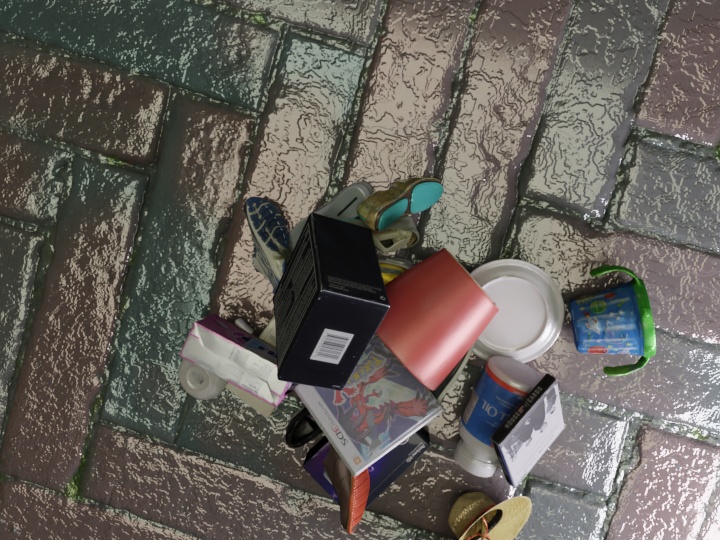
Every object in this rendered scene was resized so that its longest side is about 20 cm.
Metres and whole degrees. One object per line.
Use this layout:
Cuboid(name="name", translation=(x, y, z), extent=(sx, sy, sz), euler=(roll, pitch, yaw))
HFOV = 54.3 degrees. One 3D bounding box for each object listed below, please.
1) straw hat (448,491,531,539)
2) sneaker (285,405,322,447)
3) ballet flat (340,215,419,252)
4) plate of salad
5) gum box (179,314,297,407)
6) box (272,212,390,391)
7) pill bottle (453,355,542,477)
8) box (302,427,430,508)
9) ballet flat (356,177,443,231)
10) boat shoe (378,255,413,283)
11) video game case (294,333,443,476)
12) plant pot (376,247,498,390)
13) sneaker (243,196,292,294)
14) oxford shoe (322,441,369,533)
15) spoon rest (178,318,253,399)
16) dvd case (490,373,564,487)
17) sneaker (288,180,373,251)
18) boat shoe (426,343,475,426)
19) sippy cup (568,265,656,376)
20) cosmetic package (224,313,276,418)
Cuboid(name="straw hat", translation=(0.212, 0.459, 1.295), extent=(0.201, 0.201, 0.085), euler=(-50, 47, 6))
Cuboid(name="sneaker", translation=(-0.061, 0.254, 1.300), extent=(0.076, 0.088, 0.200), euler=(41, 95, 0))
Cuboid(name="ballet flat", translation=(0.017, -0.057, 1.242), extent=(0.199, 0.068, 0.064), euler=(-10, 55, -27))
Cuboid(name="plate of salad", translation=(0.268, 0.074, 1.280), extent=(0.198, 0.048, 0.202), euler=(2, 105, 8))
Cuboid(name="gum box", translation=(-0.197, 0.155, 1.217), extent=(0.199, 0.113, 0.067), euler=(28, 96, 3))
Cuboid(name="box", translation=(-0.055, 0.050, 1.149), extent=(0.122, 0.199, 0.201), euler=(13, 126, -21))
Cuboid(name="pill bottle", translation=(0.243, 0.265, 1.262), extent=(0.111, 0.112, 0.201), euler=(21, 107, 2))
Cuboid(name="box", translation=(0.012, 0.335, 1.308), extent=(0.141, 0.079, 0.200), euler=(44, 96, -3))
Cuboid(name="ballet flat", translation=(0.068, -0.128, 1.236), extent=(0.070, 0.199, 0.071), euler=(23, 127, 34))
Cuboid(name="boat shoe", translation=(0.000, 0.005, 1.278), extent=(0.200, 0.086, 0.075), euler=(6, 95, 3))
Cuboid(name="video game case", translation=(0.016, 0.226, 1.227), extent=(0.199, 0.023, 0.183), euler=(-30, 72, -24))
Cuboid(name="plant pot", translation=(0.125, 0.071, 1.199), extent=(0.177, 0.200, 0.201), euler=(-42, 91, 6))
Cuboid(name="sneaker", translation=(-0.172, -0.035, 1.286), extent=(0.085, 0.077, 0.201), euler=(-21, 97, 39))
Cuboid(name="oxford shoe", translation=(-0.027, 0.362, 1.249), extent=(0.072, 0.071, 0.202), euler=(1, 88, 22))
Cuboid(name="spoon rest", translation=(-0.269, 0.166, 1.332), extent=(0.099, 0.061, 0.200), euler=(45, 109, 1))
Cuboid(name="dvd case", translation=(0.295, 0.282, 1.219), extent=(0.150, 0.200, 0.025), euler=(-45, 53, -15))
Cuboid(name="sneaker", translation=(-0.050, -0.091, 1.286), extent=(0.199, 0.071, 0.073), euler=(-33, 93, 27))
Cuboid(name="boat shoe", translation=(0.145, 0.190, 1.281), extent=(0.060, 0.076, 0.201), euler=(30, 102, 8))
Cuboid(name="sippy cup", translation=(0.440, 0.090, 1.239), extent=(0.129, 0.140, 0.179), euler=(-9, 71, 14))
Cuboid(name="cosmetic package", translation=(-0.151, 0.160, 1.307), extent=(0.105, 0.071, 0.201), euler=(37, 96, 1))
